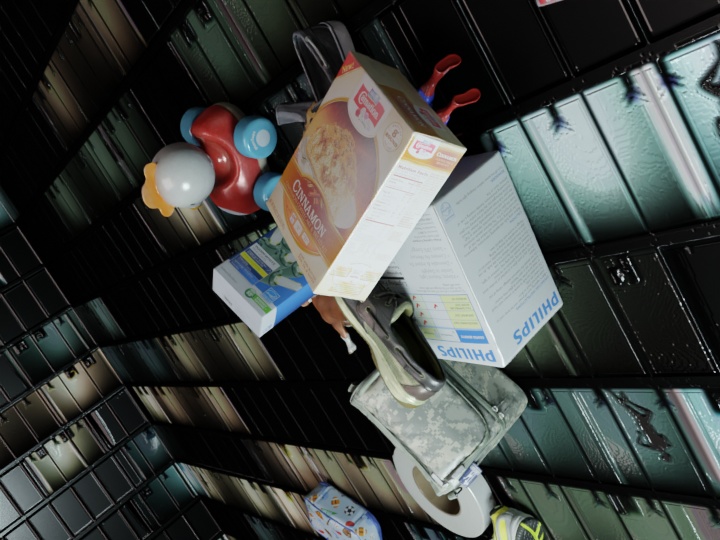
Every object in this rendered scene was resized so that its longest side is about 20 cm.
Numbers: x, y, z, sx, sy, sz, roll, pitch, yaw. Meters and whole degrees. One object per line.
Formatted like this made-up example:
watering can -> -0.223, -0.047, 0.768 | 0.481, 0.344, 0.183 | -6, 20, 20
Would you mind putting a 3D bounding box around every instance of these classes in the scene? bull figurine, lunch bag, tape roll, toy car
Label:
bull figurine -> -0.017, 0.057, 1.178 | 0.122, 0.065, 0.200 | 52, 152, -5
lunch bag -> -0.038, 0.571, 1.723 | 0.200, 0.075, 0.161 | 27, 143, 36
lunch bag -> 0.102, 0.188, 1.043 | 0.200, 0.168, 0.140 | 44, 149, 15
tape roll -> 0.139, 0.362, 1.300 | 0.202, 0.037, 0.203 | 34, 145, 28
toy car -> -0.240, -0.137, 1.150 | 0.184, 0.200, 0.178 | 20, 136, 44

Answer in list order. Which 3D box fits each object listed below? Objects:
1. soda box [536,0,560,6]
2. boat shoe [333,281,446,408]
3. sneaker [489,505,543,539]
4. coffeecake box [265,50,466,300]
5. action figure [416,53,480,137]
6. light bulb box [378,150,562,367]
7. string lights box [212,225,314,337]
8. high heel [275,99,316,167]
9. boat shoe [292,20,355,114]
soda box -> 0.212, -0.249, 0.540 | 0.200, 0.070, 0.064 | 4, 125, 52
boat shoe -> 0.033, 0.054, 0.863 | 0.066, 0.072, 0.201 | -37, 77, 33
sneaker -> 0.248, 0.453, 1.220 | 0.076, 0.075, 0.201 | 28, 131, 48
coffeecake box -> -0.003, -0.096, 0.797 | 0.200, 0.073, 0.154 | -57, 44, 27
action figure -> 0.071, -0.161, 0.849 | 0.066, 0.052, 0.200 | 57, 155, 4
light bulb box -> 0.095, -0.011, 0.891 | 0.198, 0.125, 0.201 | 0, 122, 54
string lights box -> -0.101, -0.008, 1.090 | 0.103, 0.200, 0.059 | 42, 149, 16
high heel -> -0.040, -0.129, 1.012 | 0.142, 0.071, 0.201 | 11, 125, 50
boat shoe -> -0.023, -0.189, 0.888 | 0.072, 0.068, 0.201 | -14, 97, 63
